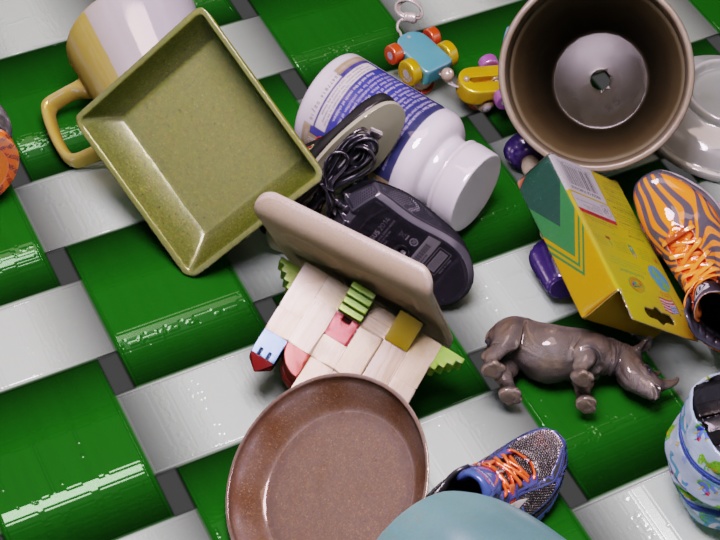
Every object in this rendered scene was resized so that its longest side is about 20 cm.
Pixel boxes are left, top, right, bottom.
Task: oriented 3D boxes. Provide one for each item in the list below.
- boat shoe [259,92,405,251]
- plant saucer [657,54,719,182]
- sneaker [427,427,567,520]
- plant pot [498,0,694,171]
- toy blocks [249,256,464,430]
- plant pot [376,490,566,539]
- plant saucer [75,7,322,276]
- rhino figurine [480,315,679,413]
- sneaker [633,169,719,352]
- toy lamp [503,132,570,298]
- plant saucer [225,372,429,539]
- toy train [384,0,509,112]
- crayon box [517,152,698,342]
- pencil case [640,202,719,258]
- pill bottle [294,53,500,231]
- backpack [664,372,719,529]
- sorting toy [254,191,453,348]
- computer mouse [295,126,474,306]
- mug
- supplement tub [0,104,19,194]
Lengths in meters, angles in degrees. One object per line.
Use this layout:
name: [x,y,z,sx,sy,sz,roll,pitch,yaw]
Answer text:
boat shoe: [-0.035,-0.108,1.601,0.073,0.201,0.063,17,36,-43]
plant saucer: [0.410,-0.184,1.792,0.198,0.050,0.202,3,50,-4]
sneaker: [0.114,0.200,1.418,0.199,0.079,0.075,-35,61,-29]
plant pot: [0.251,-0.206,1.695,0.198,0.202,0.173,15,6,8]
toy blocks: [-0.024,0.093,1.491,0.199,0.100,0.137,31,72,4]
plant pot: [0.092,0.275,1.284,0.199,0.202,0.161,-28,48,-26]
plant saucer: [-0.152,-0.127,1.571,0.201,0.199,0.048,54,30,-2]
rhino figurine: [0.210,0.088,1.534,0.198,0.060,0.088,8,39,-3]
sneaker: [0.330,-0.007,1.548,0.201,0.077,0.112,53,22,2]
toy lamp: [0.191,-0.057,1.660,0.058,0.059,0.201,-3,47,-8]
plant saucer: [-0.024,0.190,1.395,0.199,0.037,0.202,-13,60,23]
toy train: [0.124,-0.236,1.809,0.198,0.056,0.151,14,48,2]
crayon box: [0.241,-0.010,1.563,0.126,0.051,0.201,17,41,-46]
pencil case: [0.381,-0.031,1.638,0.198,0.087,0.084,18,82,9]
pill bottle: [0.041,-0.129,1.663,0.199,0.120,0.120,33,54,22]
backpack: [0.377,0.161,1.449,0.198,0.154,0.164,7,48,-28]
sorting toy: [0.000,0.000,1.499,0.184,0.200,0.037,26,75,16]
computer mouse: [0.031,-0.045,1.582,0.200,0.138,0.053,39,27,-13]
mug: [-0.228,-0.186,1.699,0.149,0.187,0.154,4,50,-46]
supplement tub: [-0.438,-0.161,1.643,0.122,0.123,0.200,-25,56,-24]
